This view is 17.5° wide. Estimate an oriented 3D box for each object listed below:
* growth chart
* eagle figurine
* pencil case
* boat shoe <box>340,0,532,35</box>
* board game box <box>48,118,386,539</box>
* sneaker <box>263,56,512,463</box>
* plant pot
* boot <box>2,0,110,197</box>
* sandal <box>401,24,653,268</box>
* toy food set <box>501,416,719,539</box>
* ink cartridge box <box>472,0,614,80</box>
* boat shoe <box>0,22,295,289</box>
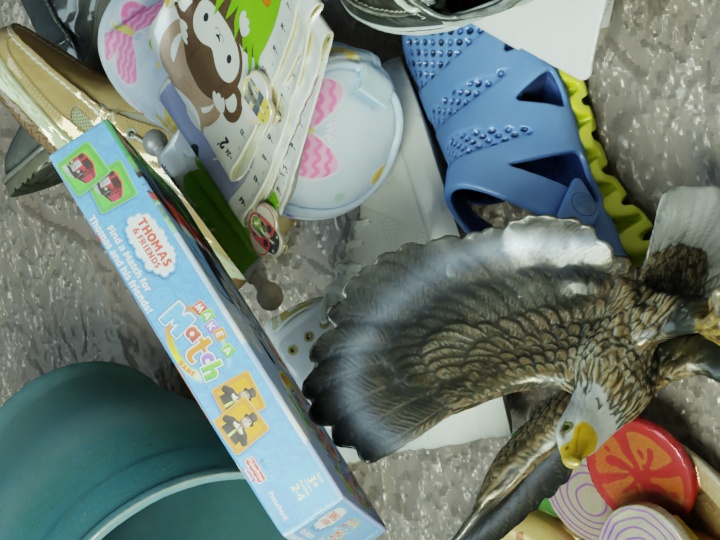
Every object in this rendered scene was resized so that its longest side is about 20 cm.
[{"bbox_3d":[-0.059,-0.101,1.079,0.145,0.018,0.201,47,138,37],"label":"growth chart"},{"bbox_3d":[0.093,0.050,1.050,0.199,0.151,0.153,-15,82,28],"label":"eagle figurine"},{"bbox_3d":[-0.058,-0.095,1.192,0.083,0.091,0.200,52,171,-36],"label":"pencil case"},{"bbox_3d":[0.041,-0.145,1.037,0.199,0.071,0.073,-11,97,53],"label":"boat shoe"},{"bbox_3d":[-0.062,0.038,1.078,0.201,0.036,0.151,58,180,14],"label":"board game box"},{"bbox_3d":[0.000,0.000,1.199,0.115,0.074,0.201,-14,93,7],"label":"sneaker"},{"bbox_3d":[-0.134,0.153,1.356,0.188,0.199,0.201,45,133,48],"label":"plant pot"},{"bbox_3d":[-0.194,-0.168,1.398,0.182,0.072,0.201,-39,80,33],"label":"boot"},{"bbox_3d":[0.073,-0.049,1.130,0.201,0.087,0.080,59,139,18],"label":"sandal"},{"bbox_3d":[0.132,0.166,1.162,0.200,0.048,0.199,48,133,27],"label":"toy food set"},{"bbox_3d":[0.067,-0.183,1.104,0.200,0.068,0.116,35,127,36],"label":"ink cartridge box"},{"bbox_3d":[-0.120,-0.078,1.309,0.200,0.072,0.076,40,110,-15],"label":"boat shoe"}]
